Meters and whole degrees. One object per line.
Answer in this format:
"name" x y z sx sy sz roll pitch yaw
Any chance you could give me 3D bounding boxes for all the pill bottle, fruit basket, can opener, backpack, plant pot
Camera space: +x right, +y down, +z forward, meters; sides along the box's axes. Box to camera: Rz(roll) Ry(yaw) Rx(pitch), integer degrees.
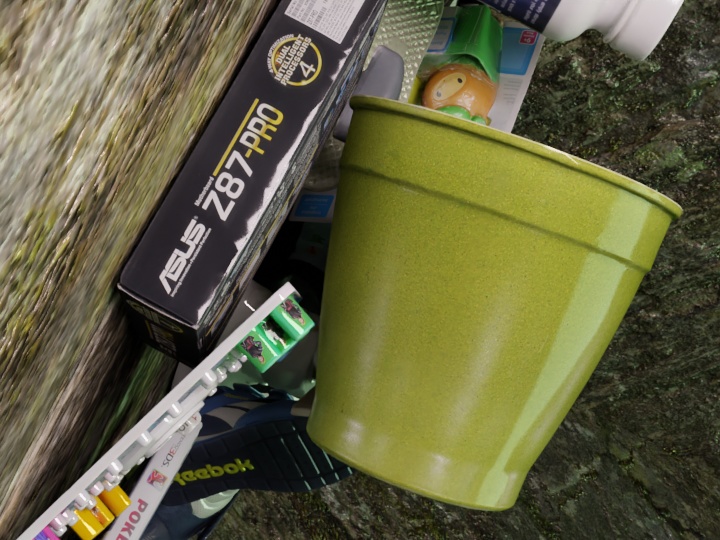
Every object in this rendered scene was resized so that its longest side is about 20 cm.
"pill bottle" 0.115 -0.219 0.772 0.112 0.198 0.111 -62 180 -1
"fruit basket" 0.042 -0.125 0.974 0.094 0.184 0.201 52 54 -45
"can opener" -0.031 -0.077 0.769 0.201 0.066 0.053 -63 180 -24
"backpack" -0.039 -0.002 1.089 0.164 0.152 0.201 122 -20 -43
"plant pot" 0.056 0.025 0.684 0.200 0.198 0.195 -63 172 -88

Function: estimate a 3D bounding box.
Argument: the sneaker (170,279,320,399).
"sneaker" -0.085 0.082 0.960 0.074 0.115 0.200 -65 -178 -32

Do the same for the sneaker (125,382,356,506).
"sneaker" -0.083 0.121 0.899 0.083 0.198 0.075 -73 151 -53

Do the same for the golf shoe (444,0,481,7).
"golf shoe" 0.067 -0.243 1.109 0.078 0.094 0.200 -64 -178 -18

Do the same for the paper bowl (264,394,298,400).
"paper bowl" -0.113 0.122 1.294 0.202 0.104 0.201 -64 -179 2

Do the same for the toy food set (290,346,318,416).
"toy food set" 0.000 0.000 0.846 0.143 0.060 0.202 -15 124 -83

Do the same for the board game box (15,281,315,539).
"board game box" -0.101 0.087 0.646 0.200 0.026 0.200 -43 179 -3

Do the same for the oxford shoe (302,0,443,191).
"oxford shoe" 0.001 -0.145 0.917 0.058 0.075 0.201 -3 -125 59

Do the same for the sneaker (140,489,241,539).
"sneaker" -0.133 0.174 1.061 0.146 0.081 0.200 -41 -179 17

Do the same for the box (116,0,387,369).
"box" -0.054 -0.052 0.620 0.201 0.049 0.161 -62 179 -13

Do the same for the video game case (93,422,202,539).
"video game case" -0.185 0.209 0.810 0.200 0.023 0.183 -51 -171 47
